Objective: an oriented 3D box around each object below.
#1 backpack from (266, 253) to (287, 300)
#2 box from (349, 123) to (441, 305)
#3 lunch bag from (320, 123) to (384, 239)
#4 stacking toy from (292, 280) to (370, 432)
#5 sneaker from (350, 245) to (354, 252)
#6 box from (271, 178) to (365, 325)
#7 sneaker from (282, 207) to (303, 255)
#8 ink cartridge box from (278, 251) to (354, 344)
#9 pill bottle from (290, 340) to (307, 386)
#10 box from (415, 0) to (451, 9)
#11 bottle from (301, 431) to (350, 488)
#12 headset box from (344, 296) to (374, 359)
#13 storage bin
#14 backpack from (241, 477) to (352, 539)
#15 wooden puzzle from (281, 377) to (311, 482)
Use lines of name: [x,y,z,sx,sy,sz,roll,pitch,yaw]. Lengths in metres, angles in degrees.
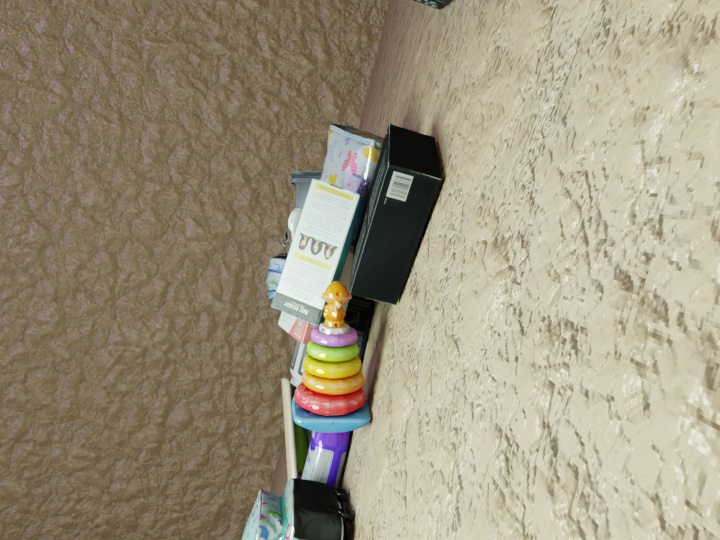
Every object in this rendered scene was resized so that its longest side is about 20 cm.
backpack: [-0.125,0.021,1.315,0.163,0.196,0.158,-7,-62,-69]
box: [0.045,-0.079,0.806,0.143,0.077,0.204,-89,14,-56]
lunch bag: [-0.005,-0.160,1.013,0.199,0.125,0.174,33,113,51]
stacking toy: [-0.040,0.116,0.820,0.110,0.112,0.206,-124,36,-78]
sneaker: [0.000,0.000,1.099,0.198,0.083,0.077,-18,73,55]
box: [-0.062,-0.027,0.865,0.049,0.080,0.205,9,-80,-77]
sneaker: [-0.119,-0.049,1.053,0.078,0.081,0.202,-53,-23,-24]
ink cartridge box: [-0.063,0.015,0.954,0.116,0.066,0.205,22,95,60]
pill bottle: [-0.099,0.197,1.315,0.114,0.111,0.205,-110,35,-78]
box: [0.075,-0.543,0.970,0.133,0.195,0.118,-98,25,-72]
bottle: [-0.053,0.290,0.940,0.084,0.063,0.206,-164,88,-85]
headset box: [-0.049,0.150,1.077,0.174,0.090,0.206,142,140,-80]
storage bin: [-0.074,-0.123,1.211,0.199,0.142,0.139,10,-95,-67]
backpack: [-0.098,0.412,0.785,0.177,0.146,0.206,179,100,-82]
wooden puzzle: [-0.102,0.314,1.065,0.201,0.036,0.190,68,-167,-63]
